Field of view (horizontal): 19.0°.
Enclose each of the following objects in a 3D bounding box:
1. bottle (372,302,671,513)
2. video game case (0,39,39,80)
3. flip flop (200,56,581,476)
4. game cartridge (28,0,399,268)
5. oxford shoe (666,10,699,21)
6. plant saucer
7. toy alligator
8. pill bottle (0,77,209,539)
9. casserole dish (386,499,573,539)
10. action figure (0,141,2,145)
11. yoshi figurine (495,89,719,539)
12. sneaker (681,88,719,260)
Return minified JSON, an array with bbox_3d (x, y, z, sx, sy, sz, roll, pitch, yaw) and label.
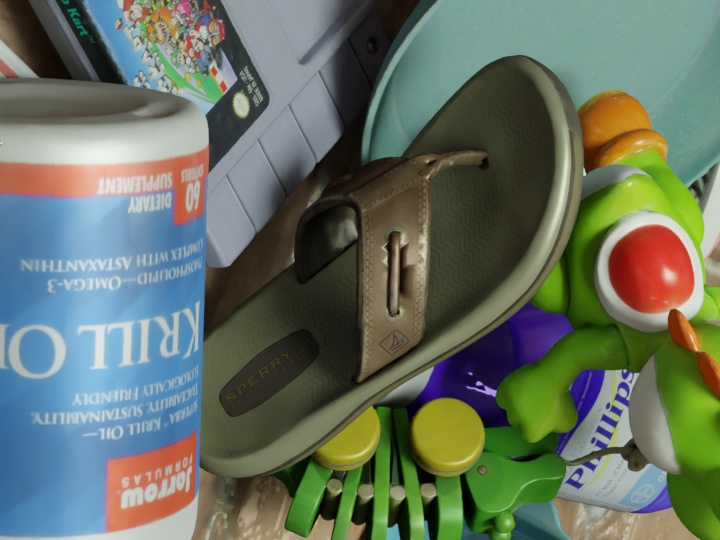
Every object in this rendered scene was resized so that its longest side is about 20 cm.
[{"bbox_3d":[0.075,0.053,0.936,0.199,0.065,0.084,18,98,-43],"label":"bottle"},{"bbox_3d":[-0.155,0.028,0.759,0.143,0.017,0.201,46,70,-39],"label":"video game case"},{"bbox_3d":[0.000,0.000,0.797,0.200,0.081,0.058,-39,148,13],"label":"flip flop"},{"bbox_3d":[-0.062,-0.114,0.781,0.130,0.038,0.201,-54,132,-34],"label":"game cartridge"},{"bbox_3d":[0.071,-0.162,0.871,0.200,0.073,0.072,32,79,-42],"label":"oxford shoe"},{"bbox_3d":[0.086,-0.085,0.866,0.199,0.036,0.201,-17,143,-13],"label":"plant saucer"},{"bbox_3d":[0.038,0.087,0.857,0.198,0.059,0.055,4,63,-5],"label":"toy alligator"},{"bbox_3d":[-0.107,0.042,0.717,0.112,0.112,0.202,-9,107,-40],"label":"pill bottle"},{"bbox_3d":[0.032,0.181,0.896,0.039,0.121,0.201,33,83,-48],"label":"casserole dish"},{"bbox_3d":[-0.198,-0.003,0.621,0.199,0.069,0.131,-22,110,-8],"label":"action figure"},{"bbox_3d":[0.119,0.033,0.830,0.111,0.201,0.113,10,130,-41],"label":"yoshi figurine"},{"bbox_3d":[0.181,-0.092,0.985,0.104,0.075,0.202,8,92,-38],"label":"sneaker"}]
